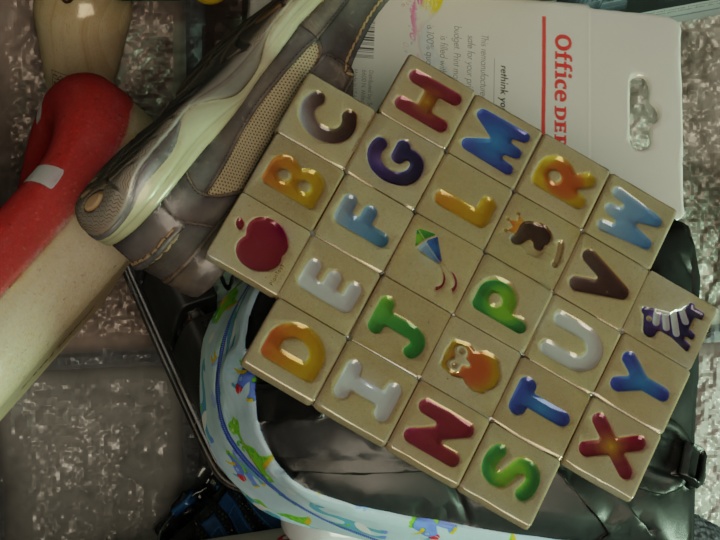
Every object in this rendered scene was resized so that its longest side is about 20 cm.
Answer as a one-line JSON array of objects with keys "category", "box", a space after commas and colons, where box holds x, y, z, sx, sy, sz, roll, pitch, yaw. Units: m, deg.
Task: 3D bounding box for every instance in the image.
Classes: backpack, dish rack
[{"category": "backpack", "box": [0.032, 0.052, 1.193, 0.200, 0.154, 0.164, 4, 82, -30]}, {"category": "dish rack", "box": [0.000, 0.000, 1.305, 0.200, 0.055, 0.154, -20, 68, -15]}]

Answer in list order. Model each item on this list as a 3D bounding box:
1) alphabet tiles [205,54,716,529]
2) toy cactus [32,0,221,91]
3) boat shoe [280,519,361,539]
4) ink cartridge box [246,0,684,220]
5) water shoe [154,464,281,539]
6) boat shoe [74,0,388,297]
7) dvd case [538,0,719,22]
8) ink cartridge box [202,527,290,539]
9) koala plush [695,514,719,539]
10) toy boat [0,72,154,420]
[{"category": "alphabet tiles", "box": [0.044, 0.006, 1.144, 0.200, 0.006, 0.167, 30, 61, -2]}, {"category": "toy cactus", "box": [-0.124, -0.146, 1.250, 0.199, 0.102, 0.165, 10, 124, 7]}, {"category": "boat shoe", "box": [0.054, 0.084, 1.290, 0.200, 0.069, 0.057, -11, 121, -28]}, {"category": "ink cartridge box", "box": [0.044, -0.063, 1.274, 0.199, 0.067, 0.117, 5, 61, -3]}, {"category": "water shoe", "box": [-0.061, 0.124, 1.342, 0.079, 0.072, 0.201, 1, 100, -8]}, {"category": "boat shoe", "box": [-0.041, -0.061, 1.194, 0.073, 0.074, 0.200, 48, 57, -11]}, {"category": "dvd case", "box": [0.156, -0.161, 1.272, 0.150, 0.200, 0.025, -11, 73, -10]}, {"category": "ink cartridge box", "box": [-0.109, 0.187, 1.266, 0.199, 0.145, 0.084, -10, 103, 19]}, {"category": "koala plush", "box": [0.078, 0.180, 1.337, 0.200, 0.177, 0.184, 38, 106, -21]}, {"category": "toy boat", "box": [-0.177, -0.013, 1.217, 0.131, 0.131, 0.200, 40, 62, -1]}]
